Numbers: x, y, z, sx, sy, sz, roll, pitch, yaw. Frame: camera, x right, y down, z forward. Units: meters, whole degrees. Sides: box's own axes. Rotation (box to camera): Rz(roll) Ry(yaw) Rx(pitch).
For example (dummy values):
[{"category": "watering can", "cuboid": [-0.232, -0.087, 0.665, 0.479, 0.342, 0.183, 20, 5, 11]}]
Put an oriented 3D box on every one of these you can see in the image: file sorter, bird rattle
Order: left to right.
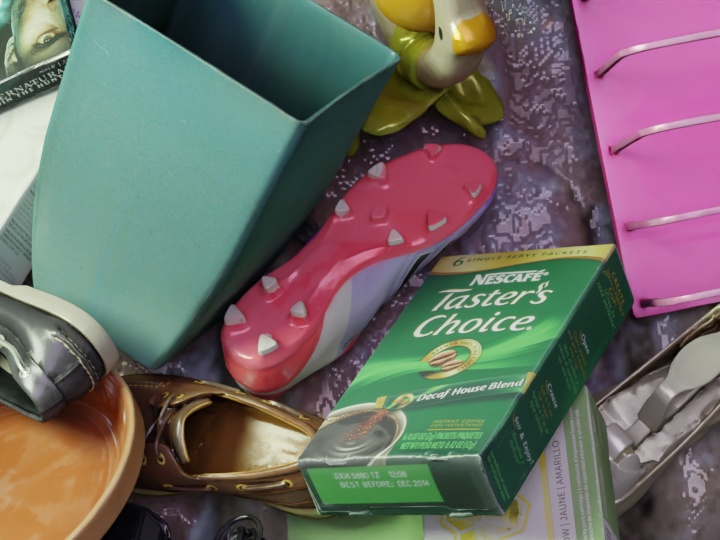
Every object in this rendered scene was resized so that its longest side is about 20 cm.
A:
[{"category": "bird rattle", "cuboid": [0.033, -0.174, 1.400, 0.112, 0.163, 0.201, -9, 83, -19]}, {"category": "file sorter", "cuboid": [0.211, -0.084, 1.356, 0.138, 0.125, 0.201, -11, 89, -1]}]

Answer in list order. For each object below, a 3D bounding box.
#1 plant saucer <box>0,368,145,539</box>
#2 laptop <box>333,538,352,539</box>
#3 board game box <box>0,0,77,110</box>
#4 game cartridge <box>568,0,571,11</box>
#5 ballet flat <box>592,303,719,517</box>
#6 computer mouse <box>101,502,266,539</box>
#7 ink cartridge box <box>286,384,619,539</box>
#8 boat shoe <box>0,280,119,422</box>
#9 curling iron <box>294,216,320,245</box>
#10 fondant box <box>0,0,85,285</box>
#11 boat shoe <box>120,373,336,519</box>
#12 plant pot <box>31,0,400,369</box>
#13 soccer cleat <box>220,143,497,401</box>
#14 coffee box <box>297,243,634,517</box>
[{"category": "plant saucer", "cuboid": [-0.210, 0.125, 1.321, 0.199, 0.032, 0.201, -17, 38, 13]}, {"category": "laptop", "cuboid": [0.070, 0.245, 1.298, 0.199, 0.116, 0.189, 8, 75, 1]}, {"category": "board game box", "cuboid": [-0.267, -0.136, 1.398, 0.199, 0.028, 0.136, -23, 61, 7]}, {"category": "game cartridge", "cuboid": [0.188, -0.203, 1.459, 0.132, 0.042, 0.201, -7, 75, -4]}, {"category": "ballet flat", "cuboid": [0.159, 0.088, 1.365, 0.200, 0.070, 0.070, -40, 77, -8]}, {"category": "computer mouse", "cuboid": [-0.160, 0.182, 1.330, 0.199, 0.046, 0.141, 10, 42, 16]}, {"category": "ink cartridge box", "cuboid": [0.044, 0.156, 1.307, 0.199, 0.048, 0.146, -15, 52, 15]}, {"category": "boat shoe", "cuboid": [-0.229, 0.038, 1.353, 0.199, 0.073, 0.063, 14, 54, 36]}, {"category": "curling iron", "cuboid": [-0.098, -0.070, 1.437, 0.200, 0.026, 0.050, 36, 77, 12]}, {"category": "fondant box", "cuboid": [-0.219, -0.104, 1.417, 0.144, 0.058, 0.201, 25, 76, 24]}, {"category": "boat shoe", "cuboid": [-0.096, 0.092, 1.355, 0.199, 0.068, 0.072, 8, 73, 22]}, {"category": "plant pot", "cuboid": [-0.100, -0.058, 1.345, 0.141, 0.141, 0.201, 33, 119, 10]}, {"category": "soccer cleat", "cuboid": [0.000, 0.000, 1.395, 0.200, 0.077, 0.067, -40, 64, -16]}, {"category": "coffee box", "cuboid": [0.061, 0.058, 1.310, 0.122, 0.044, 0.200, -4, 32, 34]}]
